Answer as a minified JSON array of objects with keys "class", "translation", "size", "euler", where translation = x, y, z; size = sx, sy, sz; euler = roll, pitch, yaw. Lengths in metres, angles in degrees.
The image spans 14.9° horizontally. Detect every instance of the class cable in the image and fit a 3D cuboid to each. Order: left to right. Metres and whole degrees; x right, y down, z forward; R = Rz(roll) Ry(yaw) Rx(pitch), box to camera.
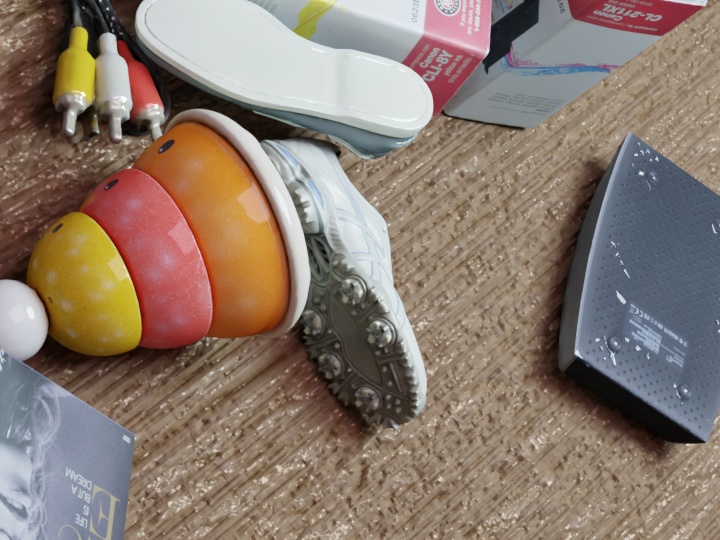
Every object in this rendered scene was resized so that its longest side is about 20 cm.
[{"class":"cable","translation":[-0.160,-0.161,1.712],"size":[0.097,0.050,0.200],"euler":[8,64,-40]}]

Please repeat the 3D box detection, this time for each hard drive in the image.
[{"class":"hard drive","translation":[0.203,0.015,1.916],"size":[0.135,0.042,0.200],"euler":[33,51,-21]}]

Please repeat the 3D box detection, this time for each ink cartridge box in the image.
[{"class":"ink cartridge box","translation":[-0.019,-0.205,1.798],"size":[0.200,0.083,0.145],"euler":[16,57,-18]},{"class":"ink cartridge box","translation":[0.131,-0.203,1.864],"size":[0.083,0.200,0.146],"euler":[5,65,-34]}]

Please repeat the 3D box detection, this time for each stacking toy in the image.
[{"class":"stacking toy","translation":[-0.143,0.002,1.608],"size":[0.200,0.146,0.146],"euler":[-24,84,-28]}]

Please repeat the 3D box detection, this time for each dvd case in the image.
[{"class":"dvd case","translation":[-0.184,0.152,1.524],"size":[0.149,0.016,0.200],"euler":[38,47,-45]}]

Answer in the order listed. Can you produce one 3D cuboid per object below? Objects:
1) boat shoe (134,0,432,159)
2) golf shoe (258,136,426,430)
[{"class":"boat shoe","translation":[-0.055,-0.117,1.740],"size":[0.200,0.062,0.073],"euler":[17,57,-18]},{"class":"golf shoe","translation":[0.000,0.000,1.744],"size":[0.097,0.078,0.200],"euler":[-23,85,-49]}]
